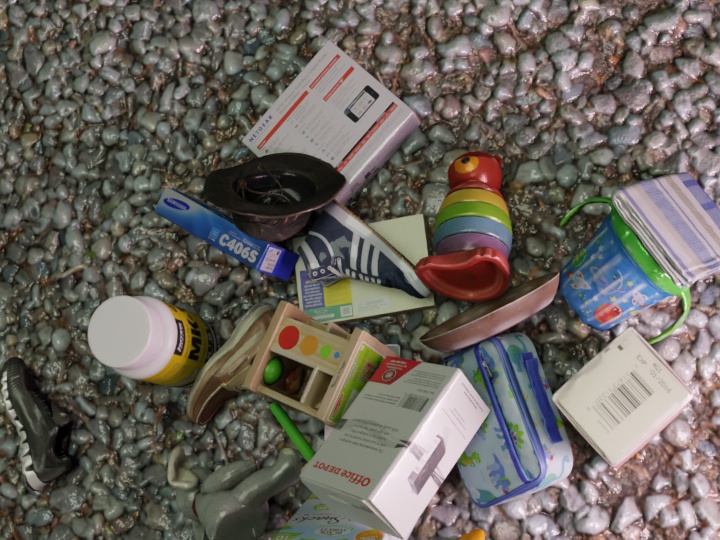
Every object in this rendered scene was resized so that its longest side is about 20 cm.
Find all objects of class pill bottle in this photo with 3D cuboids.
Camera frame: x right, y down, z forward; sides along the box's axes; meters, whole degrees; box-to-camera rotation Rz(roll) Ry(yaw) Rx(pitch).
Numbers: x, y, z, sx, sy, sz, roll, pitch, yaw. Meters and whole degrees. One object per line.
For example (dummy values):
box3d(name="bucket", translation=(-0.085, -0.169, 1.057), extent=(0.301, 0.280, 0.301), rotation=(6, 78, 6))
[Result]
box3d(name="pill bottle", translation=(-0.288, 0.098, 1.485), extent=(0.113, 0.200, 0.116), rotation=(-3, 79, 15))

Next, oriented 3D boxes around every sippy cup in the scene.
box3d(name="sippy cup", translation=(0.327, 0.004, 1.364), extent=(0.130, 0.139, 0.179), rotation=(-40, 43, 26))

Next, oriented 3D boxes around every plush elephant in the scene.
box3d(name="plush elephant", translation=(-0.185, 0.313, 1.452), extent=(0.199, 0.166, 0.155), rotation=(-20, 31, -21))

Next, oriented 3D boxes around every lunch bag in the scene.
box3d(name="lunch bag", translation=(0.178, 0.187, 1.359), extent=(0.161, 0.082, 0.202), rotation=(-35, 67, 48))

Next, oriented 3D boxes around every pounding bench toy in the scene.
box3d(name="pounding bench toy", translation=(-0.070, 0.166, 1.414), extent=(0.155, 0.124, 0.201), rotation=(17, 78, 33))

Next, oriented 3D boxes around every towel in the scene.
box3d(name="towel", translation=(0.403, -0.055, 1.335), extent=(0.147, 0.199, 0.024), rotation=(56, 131, 17))

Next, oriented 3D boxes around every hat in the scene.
box3d(name="hat", translation=(-0.115, -0.088, 1.466), extent=(0.199, 0.201, 0.082), rotation=(9, 120, 17))

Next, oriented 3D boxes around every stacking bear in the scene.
box3d(name="stacking bear", translation=(0.150, -0.071, 1.433), extent=(0.120, 0.114, 0.202), rotation=(-10, 57, 27))

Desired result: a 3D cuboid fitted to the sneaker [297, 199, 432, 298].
box3d(name="sneaker", translation=(0.000, 0.000, 1.464), extent=(0.200, 0.070, 0.109), rotation=(41, 91, 22))

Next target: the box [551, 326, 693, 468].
box3d(name="box", translation=(0.318, 0.160, 1.298), extent=(0.128, 0.200, 0.109), rotation=(-43, 72, 4))

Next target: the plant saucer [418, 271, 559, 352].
box3d(name="plant saucer", translation=(0.169, 0.058, 1.370), extent=(0.199, 0.200, 0.032), rotation=(-25, 91, 10))

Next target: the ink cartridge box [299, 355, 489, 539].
box3d(name="ink cartridge box", translation=(0.041, 0.212, 1.309), extent=(0.144, 0.084, 0.200), rotation=(4, 49, 52))

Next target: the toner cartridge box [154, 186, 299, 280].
box3d(name="toner cartridge box", translation=(-0.191, -0.053, 1.531), extent=(0.199, 0.095, 0.043), rotation=(28, 92, 25))

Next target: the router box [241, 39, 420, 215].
box3d(name="router box", translation=(-0.043, -0.202, 1.555), extent=(0.179, 0.049, 0.200), rotation=(43, 93, 19))

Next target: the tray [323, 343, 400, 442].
box3d(name="tray", translation=(0.004, 0.202, 1.462), extent=(0.106, 0.022, 0.202), rotation=(-3, 69, 15))

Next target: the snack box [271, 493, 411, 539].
box3d(name="snack box", translation=(-0.015, 0.330, 1.358), extent=(0.141, 0.200, 0.054), rotation=(-4, 97, 16))

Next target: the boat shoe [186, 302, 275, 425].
box3d(name="boat shoe", translation=(-0.171, 0.141, 1.511), extent=(0.072, 0.076, 0.201), rotation=(36, 92, 17))

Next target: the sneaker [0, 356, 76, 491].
box3d(name="sneaker", translation=(-0.472, 0.218, 1.588), extent=(0.090, 0.066, 0.202), rotation=(-20, 78, 8))

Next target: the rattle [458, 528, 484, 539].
box3d(name="rattle", translation=(0.040, 0.363, 1.370), extent=(0.199, 0.130, 0.144), rotation=(27, 96, 11))

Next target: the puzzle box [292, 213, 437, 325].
box3d(name="puzzle box", translation=(0.004, 0.002, 1.513), extent=(0.198, 0.025, 0.134), rotation=(-10, 77, 14))
